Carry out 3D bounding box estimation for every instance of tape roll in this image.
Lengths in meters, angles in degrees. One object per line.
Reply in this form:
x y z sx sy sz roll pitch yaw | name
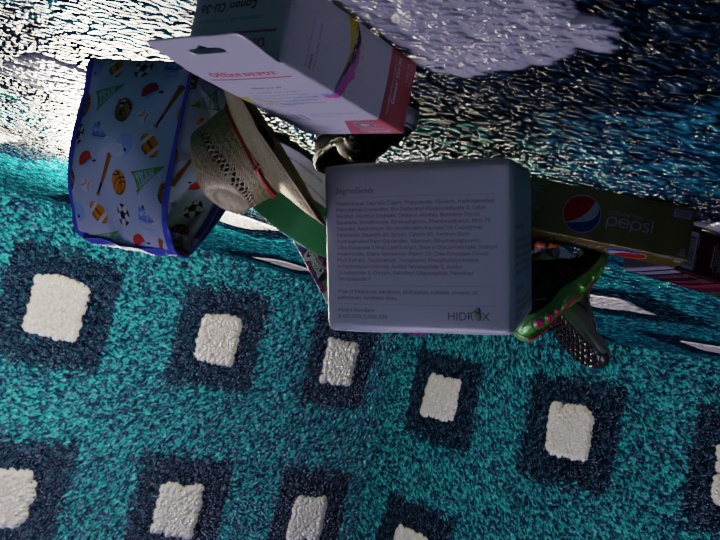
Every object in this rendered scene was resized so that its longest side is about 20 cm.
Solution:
-0.075 -0.097 0.999 0.199 0.048 0.201 36 -163 -13 | tape roll

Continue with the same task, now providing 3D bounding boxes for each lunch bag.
-0.232 -0.120 0.904 0.168 0.203 0.123 8 173 31 | lunch bag

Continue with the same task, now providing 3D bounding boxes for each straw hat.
-0.121 -0.108 0.792 0.084 0.203 0.201 -32 -177 2 | straw hat

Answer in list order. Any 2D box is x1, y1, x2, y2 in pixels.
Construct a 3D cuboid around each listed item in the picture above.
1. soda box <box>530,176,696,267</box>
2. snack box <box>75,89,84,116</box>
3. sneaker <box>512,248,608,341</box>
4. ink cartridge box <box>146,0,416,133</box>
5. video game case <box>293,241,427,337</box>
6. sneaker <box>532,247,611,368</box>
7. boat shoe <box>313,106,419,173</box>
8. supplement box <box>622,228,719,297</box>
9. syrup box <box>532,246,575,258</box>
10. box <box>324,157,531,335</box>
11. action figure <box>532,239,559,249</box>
0.293 -0.058 0.981 0.197 0.065 0.068 13 175 9 | soda box
-0.261 -0.173 1.035 0.198 0.025 0.072 28 150 -17 | snack box
0.242 0.008 1.016 0.084 0.199 0.077 44 142 19 | sneaker
-0.058 -0.174 0.654 0.115 0.069 0.199 8 174 38 | ink cartridge box
0.000 0.000 1.084 0.199 0.036 0.182 15 -143 -52 | video game case
0.287 0.039 1.086 0.200 0.093 0.071 54 169 42 | sneaker
0.002 -0.141 0.880 0.068 0.057 0.199 15 174 -23 | boat shoe
0.470 -0.006 1.086 0.197 0.062 0.109 16 175 -13 | supplement box
0.308 -0.004 1.380 0.078 0.083 0.199 8 172 39 | syrup box
0.082 -0.029 0.882 0.197 0.174 0.199 1 -176 18 | box
0.208 -0.033 1.214 0.192 0.106 0.199 23 139 -31 | action figure
